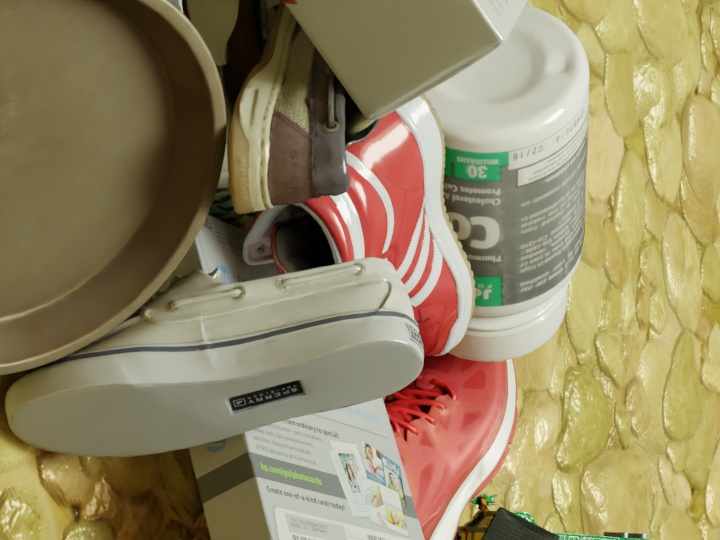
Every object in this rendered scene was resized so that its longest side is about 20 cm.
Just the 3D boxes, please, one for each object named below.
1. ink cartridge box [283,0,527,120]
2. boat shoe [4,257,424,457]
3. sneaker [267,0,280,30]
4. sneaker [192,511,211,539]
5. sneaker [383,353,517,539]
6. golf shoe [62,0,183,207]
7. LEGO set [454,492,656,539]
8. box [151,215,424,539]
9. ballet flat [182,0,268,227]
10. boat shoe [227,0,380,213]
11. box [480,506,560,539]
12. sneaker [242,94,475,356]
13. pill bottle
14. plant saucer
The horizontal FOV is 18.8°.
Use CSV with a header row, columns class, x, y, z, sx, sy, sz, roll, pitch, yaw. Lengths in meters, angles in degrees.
class,x,y,z,sx,sy,sz,roll,pitch,yaw
ink cartridge box,0.021,-0.187,1.051,0.145,0.083,0.200,52,30,-14
boat shoe,-0.072,0.035,1.039,0.071,0.199,0.070,74,3,-55
sneaker,-0.004,-0.135,1.258,0.200,0.074,0.087,12,62,-61
sneaker,-0.028,0.209,1.173,0.090,0.075,0.201,-17,103,-51
sneaker,0.026,0.090,1.267,0.116,0.078,0.200,55,43,-42
golf shoe,-0.120,-0.114,1.015,0.078,0.094,0.201,-7,120,-35
LEGO set,0.105,0.240,1.384,0.153,0.116,0.201,-3,86,-28
box,-0.036,0.079,1.133,0.156,0.041,0.201,23,46,-55
ballet flat,-0.076,-0.102,1.092,0.074,0.074,0.201,-43,135,-50
boat shoe,-0.016,-0.091,1.064,0.200,0.065,0.072,-71,166,-56
box,0.034,0.258,1.186,0.193,0.047,0.200,-51,165,-50
sneaker,0.000,0.000,1.157,0.113,0.071,0.200,-49,145,-29
pill bottle,0.073,-0.046,1.240,0.200,0.113,0.113,85,25,-48
plant saucer,-0.151,-0.045,0.952,0.200,0.029,0.201,-20,130,-25
